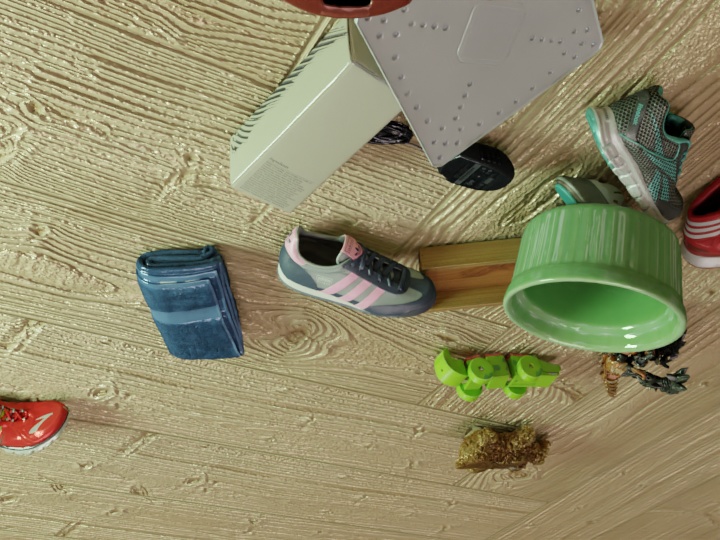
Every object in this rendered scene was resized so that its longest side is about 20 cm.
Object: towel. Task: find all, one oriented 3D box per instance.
[{"bbox_3d":[-0.212,0.048,1.134,0.109,0.049,0.202,-5,144,0],"label":"towel"}]

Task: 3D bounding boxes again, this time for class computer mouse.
[{"bbox_3d":[0.077,-0.132,0.949,0.197,0.035,0.058,18,155,-21],"label":"computer mouse"}]

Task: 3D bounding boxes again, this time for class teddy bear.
[{"bbox_3d":[0.243,0.308,1.548,0.196,0.068,0.145,4,153,-24],"label":"teddy bear"}]

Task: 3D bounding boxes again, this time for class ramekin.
[{"bbox_3d":[0.264,0.009,1.000,0.196,0.099,0.201,11,157,5],"label":"ramekin"}]

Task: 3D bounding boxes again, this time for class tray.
[{"bbox_3d":[0.173,0.003,1.135,0.196,0.038,0.099,-5,144,1],"label":"tray"}]

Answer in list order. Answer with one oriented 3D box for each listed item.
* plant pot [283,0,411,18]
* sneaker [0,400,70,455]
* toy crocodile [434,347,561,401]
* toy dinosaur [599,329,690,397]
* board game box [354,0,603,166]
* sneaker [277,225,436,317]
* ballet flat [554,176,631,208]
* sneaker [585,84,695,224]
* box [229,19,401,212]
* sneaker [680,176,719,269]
[{"bbox_3d":[-0.011,-0.286,0.579,0.196,0.198,0.202,-3,144,-3],"label":"plant pot"},{"bbox_3d":[-0.526,0.220,1.308,0.196,0.078,0.086,-7,139,1],"label":"sneaker"},{"bbox_3d":[0.204,0.150,1.326,0.196,0.063,0.068,0,144,-16],"label":"toy crocodile"},{"bbox_3d":[0.399,0.119,1.301,0.133,0.104,0.200,11,162,2],"label":"toy dinosaur"},{"bbox_3d":[0.108,-0.213,0.781,0.198,0.026,0.200,-36,140,2],"label":"board game box"},{"bbox_3d":[0.000,0.000,1.057,0.196,0.071,0.083,11,142,-4],"label":"sneaker"},{"bbox_3d":[0.283,-0.067,1.045,0.064,0.068,0.200,-42,138,3],"label":"ballet flat"},{"bbox_3d":[0.319,-0.121,0.955,0.090,0.079,0.199,-29,140,23],"label":"sneaker"},{"bbox_3d":[-0.043,-0.147,0.873,0.081,0.069,0.199,23,135,-35],"label":"box"},{"bbox_3d":[0.480,-0.063,1.050,0.196,0.080,0.116,-14,145,10],"label":"sneaker"}]
